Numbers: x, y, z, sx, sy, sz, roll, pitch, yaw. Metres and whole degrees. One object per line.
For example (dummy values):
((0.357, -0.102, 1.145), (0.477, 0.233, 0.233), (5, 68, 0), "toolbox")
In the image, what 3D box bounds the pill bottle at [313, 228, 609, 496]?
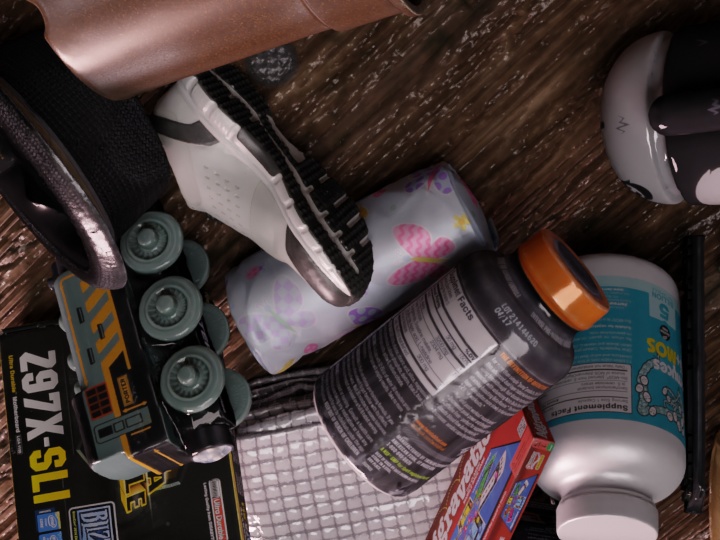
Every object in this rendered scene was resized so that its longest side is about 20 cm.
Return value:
((0.072, 0.058, 0.938), (0.200, 0.106, 0.106), (-39, 117, 17), "pill bottle")

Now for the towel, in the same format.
((-0.006, 0.155, 1.084), (0.199, 0.086, 0.166), (-12, 118, 1), "towel")

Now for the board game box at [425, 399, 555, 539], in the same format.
((0.085, 0.177, 0.999), (0.019, 0.103, 0.200), (16, 113, -13), "board game box")

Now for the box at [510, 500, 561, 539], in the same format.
((0.139, 0.287, 1.026), (0.132, 0.115, 0.201), (11, 99, -14), "box")

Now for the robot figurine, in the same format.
((0.259, -0.104, 0.911), (0.199, 0.125, 0.150), (-2, 143, 29), "robot figurine")

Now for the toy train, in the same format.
((-0.152, 0.049, 0.952), (0.114, 0.200, 0.085), (-22, 158, 5), "toy train")

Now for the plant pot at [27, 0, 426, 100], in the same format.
((-0.090, -0.205, 0.810), (0.198, 0.200, 0.201), (-22, 120, 15), "plant pot")

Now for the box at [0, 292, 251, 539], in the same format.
((-0.171, 0.128, 0.996), (0.159, 0.201, 0.049), (-10, 164, 1), "box")

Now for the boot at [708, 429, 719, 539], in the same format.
((0.381, 0.226, 1.179), (0.175, 0.066, 0.201), (-3, 119, -5), "boot")

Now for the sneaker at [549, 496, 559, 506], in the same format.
((0.159, 0.138, 1.088), (0.200, 0.088, 0.074), (39, 109, -24), "sneaker")

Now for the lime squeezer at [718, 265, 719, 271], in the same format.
((0.308, -0.001, 1.062), (0.070, 0.038, 0.201), (-14, 125, -35), "lime squeezer")

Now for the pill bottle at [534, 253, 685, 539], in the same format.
((0.178, 0.096, 0.990), (0.110, 0.201, 0.111), (4, 149, 3), "pill bottle")

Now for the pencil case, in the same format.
((0.000, 0.000, 0.993), (0.200, 0.083, 0.091), (-28, 123, 10), "pencil case")

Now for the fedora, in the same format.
((-0.192, -0.088, 0.892), (0.092, 0.200, 0.201), (-40, 122, -20), "fedora")

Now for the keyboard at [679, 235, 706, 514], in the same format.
((0.247, 0.080, 1.024), (0.021, 0.201, 0.127), (1, 161, 13), "keyboard")

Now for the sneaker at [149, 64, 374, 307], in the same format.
((-0.069, -0.052, 0.939), (0.080, 0.074, 0.200), (-42, 83, 28), "sneaker")
